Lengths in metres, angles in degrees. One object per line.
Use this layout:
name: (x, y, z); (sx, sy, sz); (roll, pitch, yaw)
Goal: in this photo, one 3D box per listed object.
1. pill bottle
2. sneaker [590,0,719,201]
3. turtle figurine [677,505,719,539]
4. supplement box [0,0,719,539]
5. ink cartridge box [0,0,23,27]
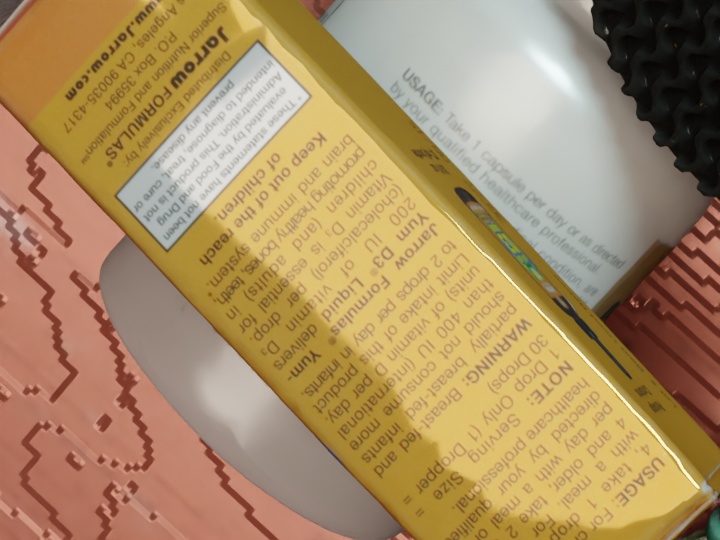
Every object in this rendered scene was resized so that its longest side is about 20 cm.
pill bottle: (0.033, -0.033, 0.755); (0.114, 0.114, 0.200); (44, 101, 5)
sneaker: (0.138, -0.040, 0.672); (0.200, 0.090, 0.070); (49, 140, 12)
turtle figurine: (0.093, 0.128, 0.764); (0.149, 0.101, 0.201); (24, 116, 26)
supplement box: (0.000, 0.000, 0.672); (0.200, 0.067, 0.069); (45, 101, 9)
ink cartridge box: (-0.027, -0.127, 0.698); (0.199, 0.174, 0.044); (-29, 84, -11)
